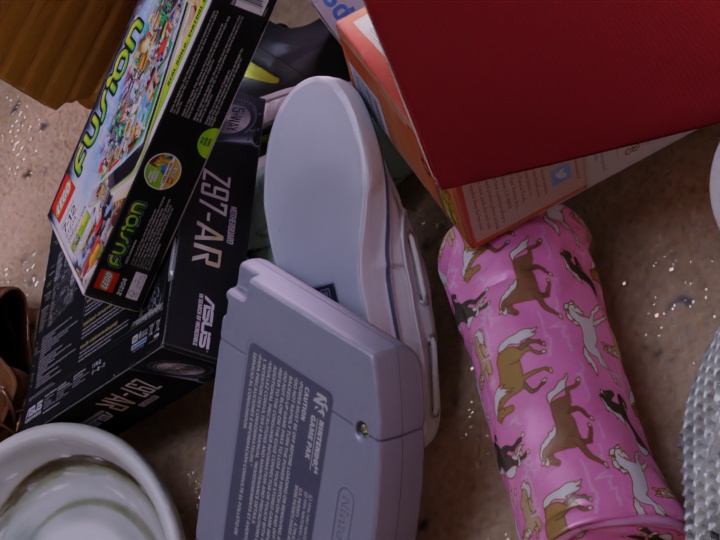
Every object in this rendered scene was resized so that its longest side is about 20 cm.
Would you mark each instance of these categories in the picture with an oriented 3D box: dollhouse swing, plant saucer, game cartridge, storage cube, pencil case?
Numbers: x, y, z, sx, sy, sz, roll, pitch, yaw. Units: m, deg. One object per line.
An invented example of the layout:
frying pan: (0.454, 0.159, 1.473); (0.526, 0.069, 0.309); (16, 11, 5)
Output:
dollhouse swing: (-0.124, -0.173, 1.217); (0.175, 0.200, 0.183); (25, 86, 32)
plant saucer: (-0.165, 0.189, 1.161); (0.199, 0.050, 0.202); (-10, 71, 32)
game cartridge: (-0.027, 0.110, 1.044); (0.133, 0.041, 0.202); (28, 119, 37)
storage cube: (0.091, -0.172, 0.919); (0.178, 0.201, 0.172); (-14, 48, 12)
pencil case: (0.096, 0.059, 0.989); (0.082, 0.087, 0.201); (-13, 54, -5)

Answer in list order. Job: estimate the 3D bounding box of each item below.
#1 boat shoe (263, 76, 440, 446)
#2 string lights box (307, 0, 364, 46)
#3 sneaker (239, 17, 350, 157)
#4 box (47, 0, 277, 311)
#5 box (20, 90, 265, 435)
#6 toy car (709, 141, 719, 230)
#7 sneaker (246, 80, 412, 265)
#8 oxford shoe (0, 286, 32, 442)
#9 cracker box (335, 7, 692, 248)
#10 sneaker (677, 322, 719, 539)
boat shoe: (0.000, 0.000, 1.072); (0.073, 0.065, 0.202); (-4, 92, 37)
string lights box: (0.053, -0.203, 1.113); (0.199, 0.103, 0.059); (-35, 49, 4)
sneaker: (-0.068, -0.101, 1.225); (0.198, 0.074, 0.085); (-6, 60, 28)
box: (-0.105, -0.091, 1.098); (0.201, 0.034, 0.110); (-65, 27, 14)
box: (-0.127, 0.002, 1.171); (0.200, 0.043, 0.162); (-32, 47, 53)
toy car: (0.249, 0.005, 0.858); (0.200, 0.173, 0.151); (-130, 34, -56)
sneaker: (-0.019, -0.021, 1.133); (0.200, 0.073, 0.119); (-31, 45, 37)
oxford shoe: (-0.233, 0.095, 1.263); (0.071, 0.071, 0.202); (-21, 56, 25)
cracker box: (0.106, -0.112, 1.031); (0.199, 0.058, 0.134); (-28, 48, -8)
sneaker: (0.197, 0.088, 0.909); (0.201, 0.099, 0.070); (-79, 4, -50)
